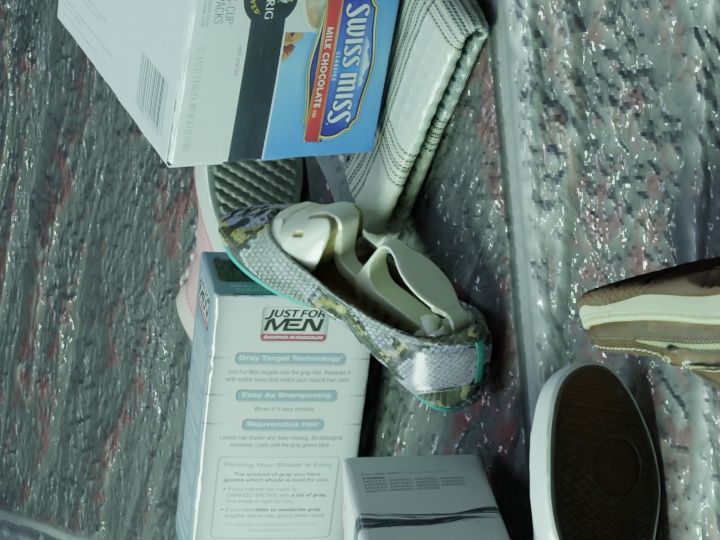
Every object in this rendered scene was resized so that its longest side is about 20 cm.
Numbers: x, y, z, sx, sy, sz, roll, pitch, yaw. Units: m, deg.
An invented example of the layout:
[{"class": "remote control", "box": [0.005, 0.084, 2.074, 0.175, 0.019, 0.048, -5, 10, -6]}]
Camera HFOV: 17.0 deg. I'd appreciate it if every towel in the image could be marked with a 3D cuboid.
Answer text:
[{"class": "towel", "box": [0.000, -0.136, 1.414, 0.193, 0.034, 0.200, 63, 148, 33]}]

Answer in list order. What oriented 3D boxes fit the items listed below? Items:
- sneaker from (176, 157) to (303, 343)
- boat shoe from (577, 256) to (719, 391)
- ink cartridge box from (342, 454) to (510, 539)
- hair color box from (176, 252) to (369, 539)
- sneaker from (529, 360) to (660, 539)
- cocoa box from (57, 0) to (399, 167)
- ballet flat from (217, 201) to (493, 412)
[{"class": "sneaker", "box": [-0.085, -0.024, 1.562, 0.105, 0.075, 0.201, -3, 99, 58]}, {"class": "boat shoe", "box": [0.169, 0.033, 1.087, 0.202, 0.074, 0.075, -10, 94, 63]}, {"class": "ink cartridge box", "box": [0.040, 0.203, 1.291, 0.200, 0.084, 0.145, -107, 15, -69]}, {"class": "hair color box", "box": [-0.054, 0.091, 1.480, 0.061, 0.099, 0.201, -112, 26, -60]}, {"class": "sneaker", "box": [0.107, 0.145, 1.232, 0.085, 0.073, 0.201, 2, 100, 60]}, {"class": "cocoa box", "box": [-0.078, -0.165, 1.394, 0.200, 0.131, 0.134, 50, 137, 49]}, {"class": "ballet flat", "box": [0.000, 0.000, 1.375, 0.200, 0.072, 0.072, 36, 132, 27]}]
